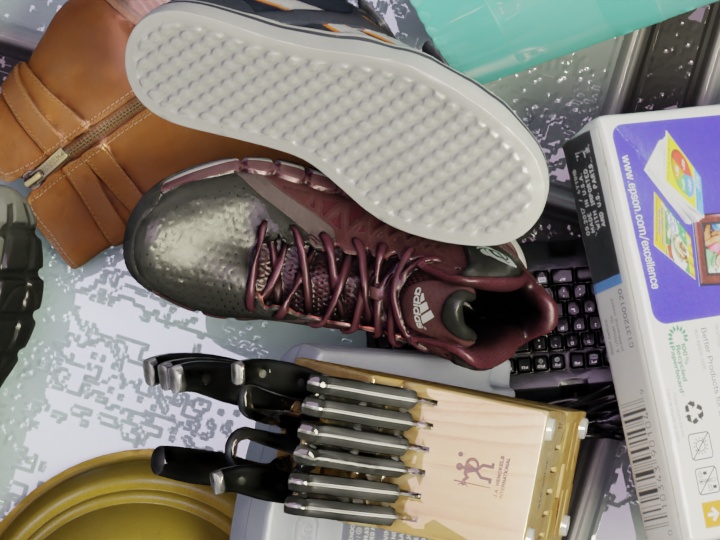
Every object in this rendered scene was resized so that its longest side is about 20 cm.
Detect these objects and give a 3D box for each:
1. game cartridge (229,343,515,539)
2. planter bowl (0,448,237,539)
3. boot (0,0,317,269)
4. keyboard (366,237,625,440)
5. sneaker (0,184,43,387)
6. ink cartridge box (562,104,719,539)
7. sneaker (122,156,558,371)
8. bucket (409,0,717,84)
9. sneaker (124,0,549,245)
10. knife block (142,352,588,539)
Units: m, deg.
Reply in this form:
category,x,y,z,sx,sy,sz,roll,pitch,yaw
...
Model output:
category,x,y,z,sx,sy,sz,roll,pitch,yaw
game cartridge,0.002,0.136,1.101,0.132,0.041,0.202,5,92,-36
planter bowl,-0.106,0.182,1.129,0.198,0.083,0.202,-1,81,5
boot,-0.084,-0.049,1.175,0.155,0.074,0.200,-41,83,7
keyboard,0.101,0.034,1.153,0.198,0.040,0.105,-6,81,6
sneaker,-0.212,0.052,1.156,0.079,0.075,0.202,18,94,18
ink cartridge box,0.204,0.020,1.126,0.198,0.043,0.200,-7,80,-27
sneaker,0.000,0.000,1.071,0.198,0.115,0.076,5,103,-21
bucket,0.075,-0.192,1.110,0.134,0.207,0.209,-22,80,10
sneaker,-0.001,-0.079,1.075,0.199,0.079,0.079,24,117,9
knife block,0.001,0.075,1.049,0.174,0.200,0.065,12,90,13
